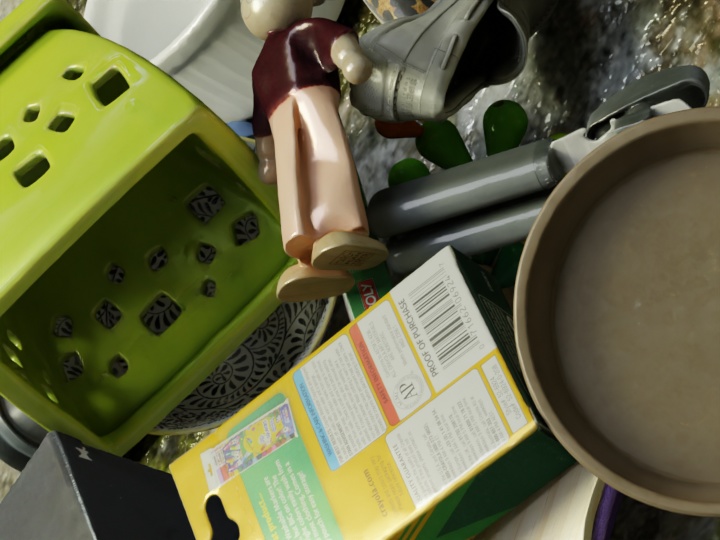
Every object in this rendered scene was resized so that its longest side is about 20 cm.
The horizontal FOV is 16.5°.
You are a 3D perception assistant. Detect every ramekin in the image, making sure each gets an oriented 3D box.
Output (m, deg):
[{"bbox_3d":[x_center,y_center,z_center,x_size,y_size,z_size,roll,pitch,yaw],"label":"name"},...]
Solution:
[{"bbox_3d":[-0.095,-0.196,1.714,0.200,0.098,0.201,-36,38,34],"label":"ramekin"}]

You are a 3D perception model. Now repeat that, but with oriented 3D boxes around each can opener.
[{"bbox_3d":[0.100,-0.049,1.337,0.200,0.053,0.067,-19,27,20],"label":"can opener"}]

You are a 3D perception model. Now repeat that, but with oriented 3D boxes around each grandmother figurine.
[{"bbox_3d":[-0.032,-0.091,1.362,0.121,0.060,0.201,-35,59,41],"label":"grandmother figurine"}]

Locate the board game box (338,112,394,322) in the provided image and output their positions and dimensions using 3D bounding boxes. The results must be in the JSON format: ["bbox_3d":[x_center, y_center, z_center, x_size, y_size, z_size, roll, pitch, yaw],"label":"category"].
[{"bbox_3d":[0.000,0.000,1.440,0.029,0.135,0.200,-16,64,-2],"label":"board game box"}]

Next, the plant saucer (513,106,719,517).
[{"bbox_3d":[0.175,0.020,1.212,0.199,0.029,0.201,-1,81,10],"label":"plant saucer"}]

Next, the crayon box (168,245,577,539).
[{"bbox_3d":[0.005,0.098,1.287,0.200,0.052,0.126,-38,50,16],"label":"crayon box"}]

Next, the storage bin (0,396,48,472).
[{"bbox_3d":[-0.199,0.034,1.723,0.134,0.145,0.200,-42,41,17],"label":"storage bin"}]

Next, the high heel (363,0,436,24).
[{"bbox_3d":[0.053,-0.235,1.571,0.143,0.071,0.200,-52,28,32],"label":"high heel"}]

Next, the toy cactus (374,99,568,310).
[{"bbox_3d":[0.068,-0.018,1.430,0.200,0.102,0.166,9,89,45],"label":"toy cactus"}]

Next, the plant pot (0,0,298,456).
[{"bbox_3d":[-0.171,-0.035,1.476,0.199,0.200,0.181,-44,55,-3],"label":"plant pot"}]

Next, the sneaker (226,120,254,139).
[{"bbox_3d":[-0.155,-0.053,1.668,0.078,0.200,0.070,41,150,30],"label":"sneaker"}]

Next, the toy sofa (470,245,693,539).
[{"bbox_3d":[0.128,0.078,1.289,0.097,0.083,0.201,13,82,46],"label":"toy sofa"}]

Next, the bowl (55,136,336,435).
[{"bbox_3d":[-0.095,0.023,1.585,0.200,0.094,0.201,-7,66,15],"label":"bowl"}]

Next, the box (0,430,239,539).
[{"bbox_3d":[-0.142,0.226,1.473,0.200,0.196,0.118,-53,38,19],"label":"box"}]

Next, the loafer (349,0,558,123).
[{"bbox_3d":[0.069,-0.132,1.435,0.070,0.200,0.070,20,127,26],"label":"loafer"}]
